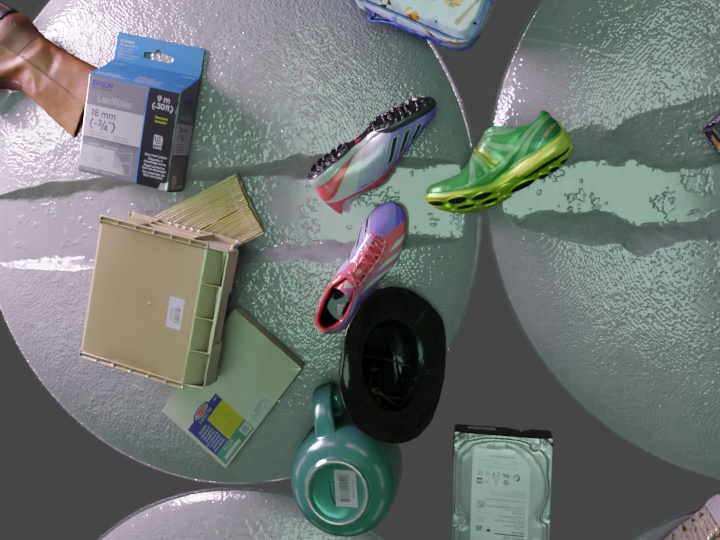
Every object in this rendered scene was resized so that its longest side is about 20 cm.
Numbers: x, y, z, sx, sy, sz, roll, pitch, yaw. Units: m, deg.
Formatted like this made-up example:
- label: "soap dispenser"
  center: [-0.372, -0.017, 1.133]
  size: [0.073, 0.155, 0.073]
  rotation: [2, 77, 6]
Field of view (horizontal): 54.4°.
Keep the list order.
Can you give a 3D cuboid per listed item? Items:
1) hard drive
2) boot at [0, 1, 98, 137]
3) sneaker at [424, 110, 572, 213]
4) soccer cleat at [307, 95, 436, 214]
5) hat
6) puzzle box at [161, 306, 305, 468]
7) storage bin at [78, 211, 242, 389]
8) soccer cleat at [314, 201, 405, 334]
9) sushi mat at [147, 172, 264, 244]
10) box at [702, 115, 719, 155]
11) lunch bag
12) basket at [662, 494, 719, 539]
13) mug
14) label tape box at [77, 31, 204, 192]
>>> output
- label: "hard drive"
  center: [0.194, 0.321, 0.972]
  size: [0.136, 0.038, 0.205]
  rotation: [2, 98, 11]
- label: "boot"
  center: [-0.493, -0.262, 1.031]
  size: [0.198, 0.068, 0.190]
  rotation: [35, 94, -3]
- label: "sneaker"
  center: [0.174, -0.138, 0.912]
  size: [0.197, 0.074, 0.085]
  rotation: [-25, 67, 16]
- label: "soccer cleat"
  center: [0.025, -0.156, 0.940]
  size: [0.198, 0.069, 0.074]
  rotation: [-34, 114, 9]
- label: "hat"
  center: [0.030, 0.126, 0.951]
  size: [0.197, 0.080, 0.206]
  rotation: [3, 84, -34]
- label: "puzzle box"
  center: [-0.189, 0.173, 1.032]
  size: [0.132, 0.025, 0.201]
  rotation: [39, 102, 4]
- label: "storage bin"
  center: [-0.274, 0.040, 0.978]
  size: [0.194, 0.094, 0.205]
  rotation: [14, 97, 11]
- label: "soccer cleat"
  center: [0.000, 0.000, 0.949]
  size: [0.066, 0.076, 0.202]
  rotation: [33, 102, 5]
- label: "sushi mat"
  center: [-0.242, -0.056, 1.020]
  size: [0.197, 0.012, 0.097]
  rotation: [-25, 93, 13]
- label: "box"
  center: [0.558, -0.154, 0.839]
  size: [0.197, 0.050, 0.201]
  rotation: [-38, 89, 12]
- label: "lunch bag"
  center: [0.081, -0.379, 0.891]
  size: [0.197, 0.076, 0.163]
  rotation: [25, 103, 6]
- label: "basket"
  center: [0.464, 0.428, 0.853]
  size: [0.160, 0.198, 0.201]
  rotation: [-41, 89, 15]
- label: "mug"
  center: [-0.032, 0.273, 0.969]
  size: [0.184, 0.114, 0.153]
  rotation: [41, 102, 3]
- label: "label tape box"
  center: [-0.310, -0.226, 0.987]
  size: [0.141, 0.063, 0.205]
  rotation: [13, 99, 8]
